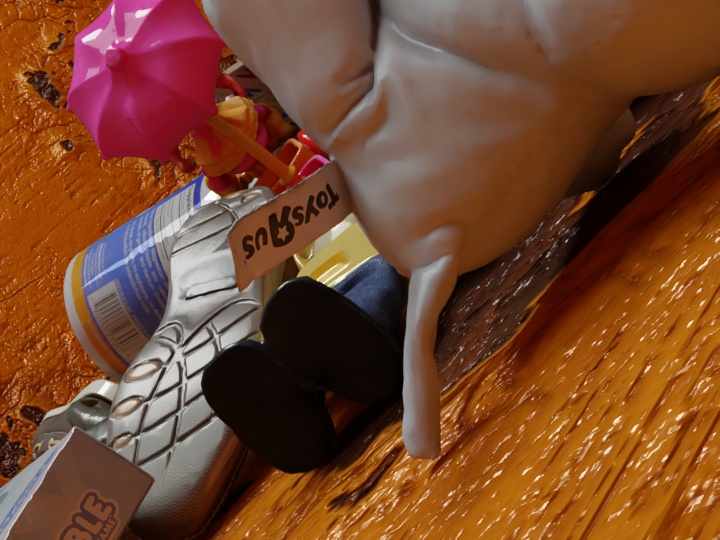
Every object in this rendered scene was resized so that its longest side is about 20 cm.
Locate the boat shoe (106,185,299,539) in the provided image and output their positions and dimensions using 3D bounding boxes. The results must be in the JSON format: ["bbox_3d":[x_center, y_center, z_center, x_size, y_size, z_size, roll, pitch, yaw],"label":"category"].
[{"bbox_3d":[-0.059,0.048,0.722,0.075,0.072,0.201,-10,41,25],"label":"boat shoe"}]

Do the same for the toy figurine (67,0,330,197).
[{"bbox_3d":[-0.081,-0.084,0.863,0.151,0.184,0.200,-52,27,1],"label":"toy figurine"}]

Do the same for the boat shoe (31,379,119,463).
[{"bbox_3d":[-0.204,0.138,1.112,0.060,0.072,0.200,-57,10,-31],"label":"boat shoe"}]

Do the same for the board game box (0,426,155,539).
[{"bbox_3d":[-0.175,0.174,0.636,0.201,0.043,0.199,-60,11,-25],"label":"board game box"}]

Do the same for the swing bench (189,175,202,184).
[{"bbox_3d":[-0.018,-0.104,1.198,0.200,0.129,0.199,-50,6,8],"label":"swing bench"}]

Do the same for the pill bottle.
[{"bbox_3d":[-0.096,-0.008,1.059,0.199,0.113,0.112,-29,12,23],"label":"pill bottle"}]

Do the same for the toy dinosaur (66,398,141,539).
[{"bbox_3d":[-0.145,0.120,0.858,0.102,0.077,0.200,-33,9,14],"label":"toy dinosaur"}]

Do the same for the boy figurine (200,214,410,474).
[{"bbox_3d":[-0.004,0.005,0.645,0.124,0.064,0.200,-46,8,21],"label":"boy figurine"}]

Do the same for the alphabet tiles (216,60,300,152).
[{"bbox_3d":[-0.023,-0.099,0.990,0.200,0.166,0.008,-16,66,61],"label":"alphabet tiles"}]

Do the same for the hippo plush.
[{"bbox_3d":[0.046,-0.089,0.459,0.161,0.159,0.200,-41,7,39],"label":"hippo plush"}]
